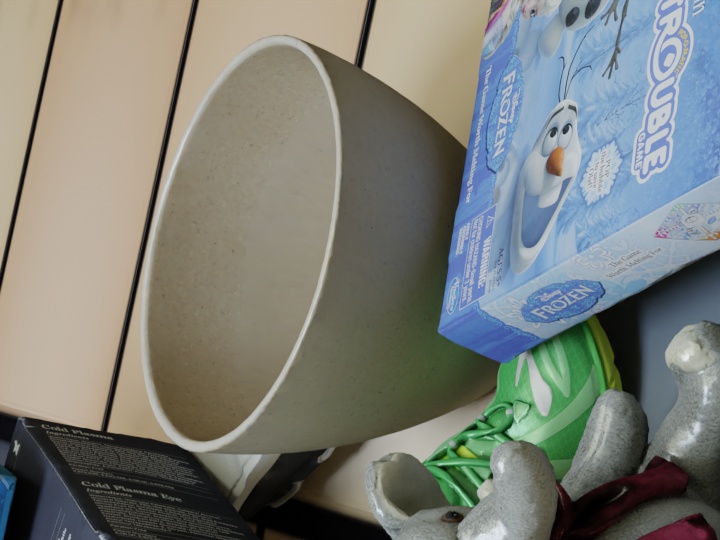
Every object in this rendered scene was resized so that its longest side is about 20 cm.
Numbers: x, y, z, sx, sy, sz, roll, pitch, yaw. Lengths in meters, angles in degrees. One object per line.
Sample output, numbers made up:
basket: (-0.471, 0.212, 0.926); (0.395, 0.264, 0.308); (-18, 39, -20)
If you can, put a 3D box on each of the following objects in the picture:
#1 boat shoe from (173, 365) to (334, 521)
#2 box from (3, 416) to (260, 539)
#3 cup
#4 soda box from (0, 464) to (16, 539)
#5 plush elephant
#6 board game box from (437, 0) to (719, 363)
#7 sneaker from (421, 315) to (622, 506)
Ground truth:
boat shoe: (-0.056, 0.094, 1.377); (0.200, 0.060, 0.074); (124, 133, -59)
box: (-0.137, 0.204, 1.315); (0.182, 0.104, 0.201); (40, 114, 63)
cup: (0.000, 0.000, 1.227); (0.200, 0.143, 0.201); (-33, 51, 53)
soda box: (-0.236, 0.125, 1.368); (0.200, 0.068, 0.065); (-171, 94, -75)
plush elephant: (0.079, 0.119, 1.016); (0.200, 0.154, 0.165); (-56, 34, 32)
board game box: (0.115, -0.084, 1.087); (0.199, 0.043, 0.201); (-32, 42, 51)
sneaker: (0.060, 0.101, 1.134); (0.074, 0.083, 0.201); (8, 82, 62)
